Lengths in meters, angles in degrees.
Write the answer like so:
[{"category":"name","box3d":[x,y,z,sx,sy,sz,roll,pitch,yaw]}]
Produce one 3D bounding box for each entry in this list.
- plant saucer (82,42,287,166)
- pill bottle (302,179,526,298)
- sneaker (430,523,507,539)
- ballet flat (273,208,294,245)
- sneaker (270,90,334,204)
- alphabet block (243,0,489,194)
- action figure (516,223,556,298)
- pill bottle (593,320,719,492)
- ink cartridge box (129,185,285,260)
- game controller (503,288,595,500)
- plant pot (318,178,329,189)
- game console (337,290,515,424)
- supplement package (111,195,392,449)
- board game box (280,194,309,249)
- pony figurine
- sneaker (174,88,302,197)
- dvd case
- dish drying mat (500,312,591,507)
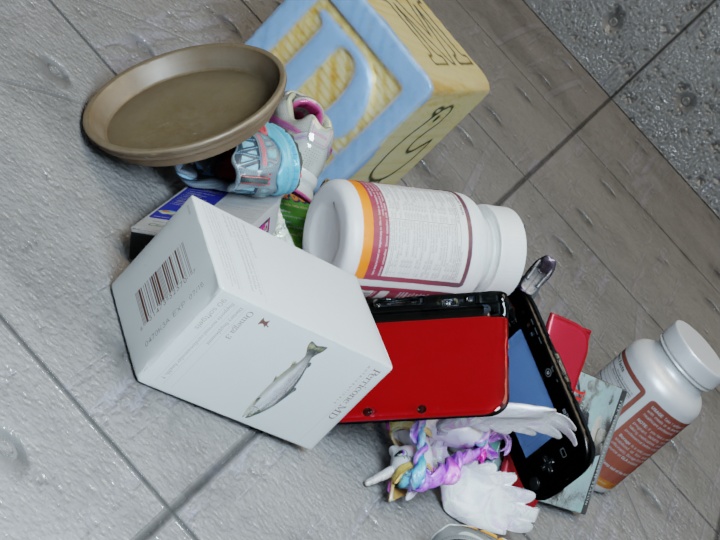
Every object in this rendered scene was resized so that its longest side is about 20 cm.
[{"category":"plant saucer","box3d":[-0.164,-0.155,1.638,0.201,0.198,0.030,-99,177,-57]},{"category":"pill bottle","box3d":[0.053,-0.025,1.665,0.198,0.110,0.110,5,41,-28]},{"category":"sneaker","box3d":[0.123,0.306,1.493,0.201,0.078,0.077,53,30,17]},{"category":"ballet flat","box3d":[-0.104,-0.038,1.685,0.071,0.072,0.201,27,27,-42]},{"category":"sneaker","box3d":[-0.073,-0.146,1.818,0.081,0.089,0.200,29,11,-32]},{"category":"alphabet block","box3d":[-0.003,-0.216,1.967,0.197,0.195,0.200,53,23,10]},{"category":"action figure","box3d":[0.132,0.046,1.818,0.130,0.069,0.201,37,56,-3]},{"category":"pill bottle","box3d":[0.316,0.152,1.980,0.112,0.200,0.113,40,22,-19]},{"category":"ink cartridge box","box3d":[-0.136,-0.044,1.597,0.093,0.038,0.200,10,20,10]},{"category":"game controller","box3d":[0.166,0.120,1.701,0.042,0.104,0.202,-7,63,-30]},{"category":"plant pot","box3d":[0.000,0.000,1.795,0.201,0.027,0.200,61,7,-12]},{"category":"game console","box3d":[0.044,0.086,1.613,0.172,0.197,0.120,42,46,-78]},{"category":"supplement package","box3d":[-0.091,0.047,1.463,0.199,0.117,0.118,26,28,-39]},{"category":"board game box","box3d":[-0.067,-0.036,1.803,0.095,0.030,0.201,25,33,-48]},{"category":"pony figurine","box3d":[0.090,0.153,1.641,0.191,0.168,0.201,7,36,-11]},{"category":"sneaker","box3d":[-0.149,-0.124,1.659,0.095,0.080,0.199,-14,26,-42]},{"category":"dvd case","box3d":[0.203,0.171,1.823,0.022,0.148,0.199,17,-4,40]},{"category":"dish drying mat","box3d":[0.186,0.148,1.766,0.018,0.202,0.076,16,-4,43]}]
